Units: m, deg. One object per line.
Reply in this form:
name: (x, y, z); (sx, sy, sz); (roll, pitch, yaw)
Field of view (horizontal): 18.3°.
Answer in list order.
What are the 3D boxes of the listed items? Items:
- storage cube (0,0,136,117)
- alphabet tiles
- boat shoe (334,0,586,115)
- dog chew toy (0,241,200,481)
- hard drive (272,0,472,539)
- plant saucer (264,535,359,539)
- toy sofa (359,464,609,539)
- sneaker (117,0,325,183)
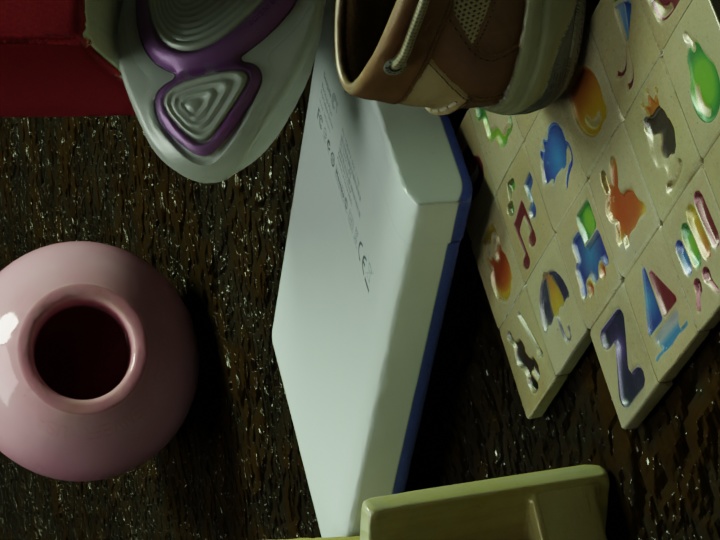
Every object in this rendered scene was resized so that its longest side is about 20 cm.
storage cube: (-0.170, -0.152, 0.822); (0.200, 0.179, 0.172); (45, -134, -84)
alphabet tiles: (0.065, -0.041, 0.663); (0.200, 0.008, 0.168); (113, 144, -60)
boat shoe: (0.025, -0.133, 0.615); (0.076, 0.071, 0.201); (-130, 36, -58)
dog chew toy: (-0.153, 0.055, 1.212); (0.200, 0.124, 0.125); (135, 125, -77)
hard drive: (0.000, 0.000, 0.835); (0.201, 0.025, 0.132); (101, 160, -45)
plant saucer: (-0.061, 0.201, 0.819); (0.049, 0.199, 0.201); (72, -162, -59)
toy sofa: (0.066, 0.145, 0.617); (0.200, 0.082, 0.098); (-129, 36, -58)
sneaker: (-0.039, -0.103, 0.828); (0.100, 0.074, 0.201); (74, -164, -50)
